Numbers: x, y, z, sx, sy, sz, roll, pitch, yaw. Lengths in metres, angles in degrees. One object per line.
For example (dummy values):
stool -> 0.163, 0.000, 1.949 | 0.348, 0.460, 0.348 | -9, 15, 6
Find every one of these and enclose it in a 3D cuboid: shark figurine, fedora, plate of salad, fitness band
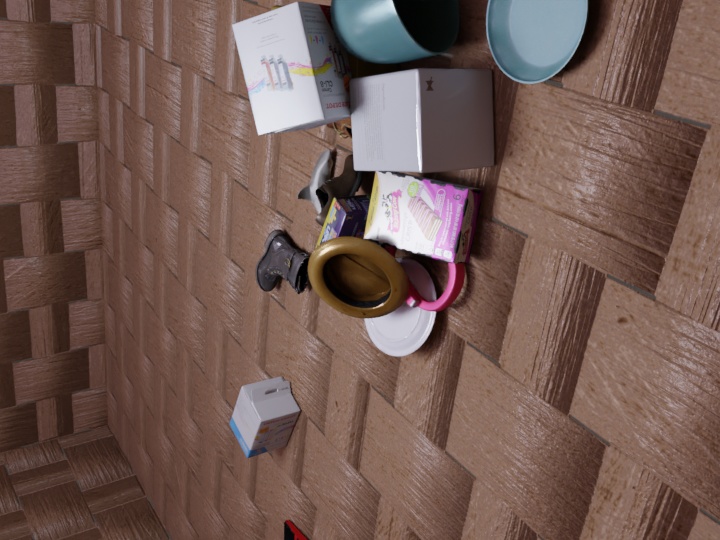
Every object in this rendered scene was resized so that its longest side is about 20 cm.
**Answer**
shark figurine -> -0.097, -0.154, 1.670 | 0.128, 0.089, 0.215 | -22, 78, 57
fedora -> 0.000, 0.000, 1.398 | 0.082, 0.200, 0.201 | -75, 6, -51
plate of salad -> 0.084, 0.074, 1.481 | 0.200, 0.048, 0.200 | -8, 79, 46
fitness band -> 0.119, -0.014, 1.396 | 0.144, 0.037, 0.200 | -54, 51, 27

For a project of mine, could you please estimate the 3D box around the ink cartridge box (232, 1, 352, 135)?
ink cartridge box -> -0.111, -0.354, 1.300 | 0.145, 0.145, 0.200 | -7, 101, 28

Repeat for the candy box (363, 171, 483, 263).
candy box -> 0.111, -0.100, 1.329 | 0.200, 0.061, 0.137 | 17, 102, 35

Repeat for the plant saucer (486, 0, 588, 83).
plant saucer -> 0.273, -0.386, 1.107 | 0.200, 0.036, 0.200 | 21, 116, 53

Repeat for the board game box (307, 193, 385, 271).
board game box -> -0.001, -0.062, 1.479 | 0.057, 0.165, 0.200 | 55, 139, 33

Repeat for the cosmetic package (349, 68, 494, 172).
cosmetic package -> 0.104, -0.259, 1.272 | 0.200, 0.167, 0.167 | 13, 109, 55

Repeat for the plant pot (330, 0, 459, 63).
plant pot -> 0.047, -0.445, 1.246 | 0.161, 0.201, 0.201 | -8, 92, 41

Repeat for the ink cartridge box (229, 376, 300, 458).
ink cartridge box -> -0.263, 0.397, 2.018 | 0.125, 0.128, 0.200 | 54, 139, 32

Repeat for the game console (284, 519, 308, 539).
game console -> -0.172, 0.842, 2.095 | 0.177, 0.031, 0.200 | 28, 120, 55

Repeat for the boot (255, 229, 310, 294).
boot -> -0.195, 0.008, 1.871 | 0.174, 0.069, 0.200 | 45, 131, 41

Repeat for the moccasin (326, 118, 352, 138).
moccasin -> -0.009, -0.301, 1.515 | 0.201, 0.074, 0.078 | 14, 106, 51

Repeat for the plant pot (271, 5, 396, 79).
plant pot -> -0.038, -0.414, 1.430 | 0.200, 0.195, 0.194 | 16, 112, 41

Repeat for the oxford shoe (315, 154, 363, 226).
oxford shoe -> -0.046, -0.174, 1.529 | 0.073, 0.084, 0.200 | 125, 164, -56
